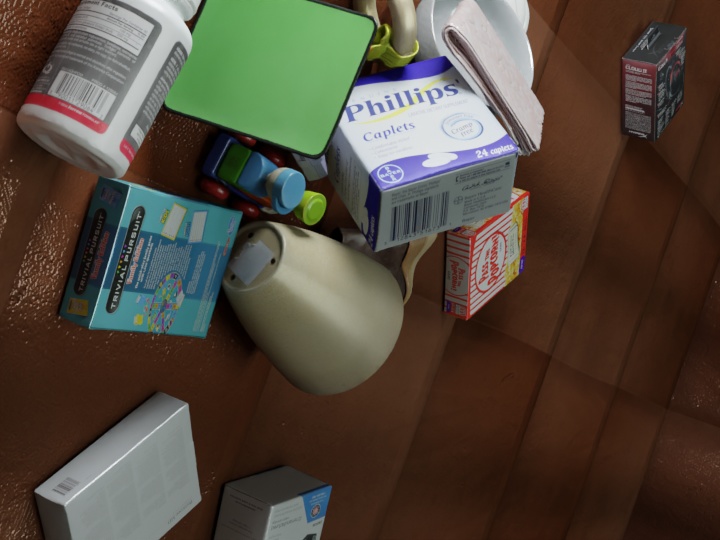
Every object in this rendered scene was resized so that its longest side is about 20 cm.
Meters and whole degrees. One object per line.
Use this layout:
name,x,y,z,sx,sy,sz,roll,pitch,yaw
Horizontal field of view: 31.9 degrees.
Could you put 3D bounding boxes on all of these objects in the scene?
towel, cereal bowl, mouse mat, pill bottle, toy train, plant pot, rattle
towel,0.170,-0.248,1.598,0.191,0.032,0.200,56,20,-12
cereal bowl,0.141,-0.296,1.721,0.200,0.083,0.200,17,63,-36
mouse mat,-0.095,-0.212,1.292,0.161,0.200,0.008,-67,161,-7
pill bottle,-0.225,-0.196,1.170,0.200,0.111,0.111,-64,150,-13
toy train,-0.086,-0.086,1.455,0.085,0.116,0.200,-62,150,-3
plant pot,-0.076,0.027,1.497,0.200,0.187,0.188,41,70,-51
rattle,-0.015,-0.333,1.505,0.143,0.130,0.200,-14,113,-6

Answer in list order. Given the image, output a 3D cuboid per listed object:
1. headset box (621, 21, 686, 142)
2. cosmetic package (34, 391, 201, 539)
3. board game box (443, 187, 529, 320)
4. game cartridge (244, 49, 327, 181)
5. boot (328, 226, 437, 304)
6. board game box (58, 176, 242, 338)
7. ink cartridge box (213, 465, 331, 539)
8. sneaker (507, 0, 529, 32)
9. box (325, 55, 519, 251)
headset box,0.573,-0.378,2.459,0.149,0.075,0.200,-48,144,-36
cosmetic package,-0.266,0.253,1.414,0.200,0.052,0.151,-39,136,-44
board game box,0.207,-0.031,2.062,0.200,0.046,0.152,-37,136,-46
game cartridge,-0.084,-0.205,1.412,0.200,0.038,0.130,60,11,-54
boot,0.000,0.000,1.715,0.166,0.072,0.200,-7,143,-34
board game box,-0.220,-0.010,1.348,0.200,0.047,0.151,12,96,-60
ink cartridge box,-0.128,0.379,1.686,0.145,0.084,0.200,-6,111,-59
sneaker,0.185,-0.334,1.825,0.100,0.075,0.200,8,99,-61
box,0.061,-0.145,1.518,0.184,0.200,0.105,-17,139,-18
